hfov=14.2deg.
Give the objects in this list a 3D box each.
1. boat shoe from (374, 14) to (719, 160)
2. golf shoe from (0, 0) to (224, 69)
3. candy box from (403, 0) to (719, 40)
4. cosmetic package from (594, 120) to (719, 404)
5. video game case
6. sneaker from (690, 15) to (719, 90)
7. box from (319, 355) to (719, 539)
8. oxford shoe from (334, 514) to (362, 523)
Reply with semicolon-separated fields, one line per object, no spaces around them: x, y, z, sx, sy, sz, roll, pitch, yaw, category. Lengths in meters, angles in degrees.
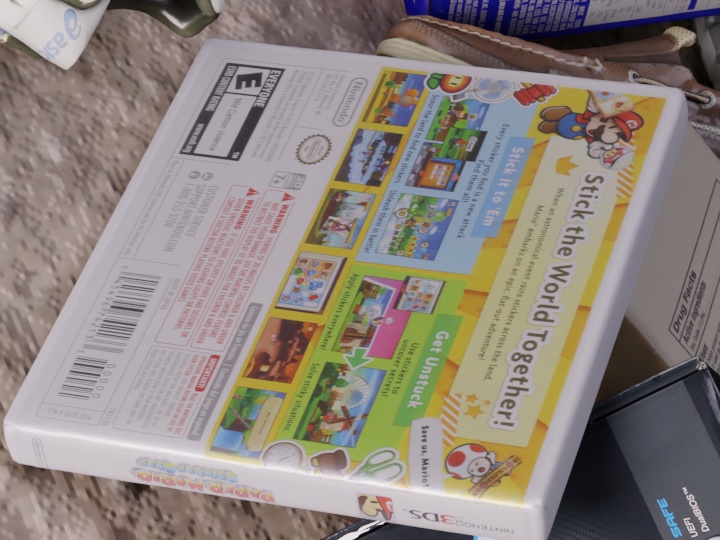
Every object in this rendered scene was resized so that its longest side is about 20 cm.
0.104;-0.058;1.106;0.202;0.075;0.075;25;73;-7;boat shoe
-0.120;-0.113;0.948;0.199;0.078;0.098;-11;76;-41;golf shoe
0.105;-0.187;1.153;0.199;0.077;0.170;-9;66;-9;candy box
0.133;0.051;1.055;0.200;0.071;0.105;49;42;-23;cosmetic package
0.000;0.000;0.969;0.181;0.023;0.200;7;45;18;video game case
0.198;-0.088;1.195;0.075;0.115;0.201;21;52;-27;sneaker
0.085;0.151;0.930;0.201;0.158;0.046;66;9;14;box
0.033;0.061;1.004;0.200;0.071;0.071;37;49;-12;oxford shoe
